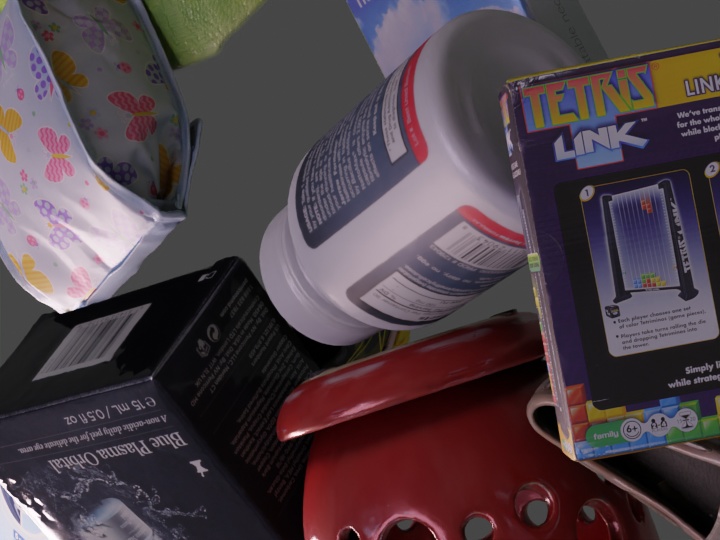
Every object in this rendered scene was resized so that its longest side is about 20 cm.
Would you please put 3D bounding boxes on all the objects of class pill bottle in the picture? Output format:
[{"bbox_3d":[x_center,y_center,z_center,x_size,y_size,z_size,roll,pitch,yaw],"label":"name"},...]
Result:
[{"bbox_3d":[0.031,-0.037,0.754,0.200,0.119,0.120,-36,81,50],"label":"pill bottle"}]

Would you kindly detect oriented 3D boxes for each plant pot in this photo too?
[{"bbox_3d":[0.059,0.129,0.822,0.200,0.200,0.184,-25,80,49],"label":"plant pot"}]

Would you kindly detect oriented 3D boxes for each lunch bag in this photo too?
[{"bbox_3d":[-0.204,-0.085,1.053,0.170,0.127,0.201,-43,66,46],"label":"lunch bag"}]

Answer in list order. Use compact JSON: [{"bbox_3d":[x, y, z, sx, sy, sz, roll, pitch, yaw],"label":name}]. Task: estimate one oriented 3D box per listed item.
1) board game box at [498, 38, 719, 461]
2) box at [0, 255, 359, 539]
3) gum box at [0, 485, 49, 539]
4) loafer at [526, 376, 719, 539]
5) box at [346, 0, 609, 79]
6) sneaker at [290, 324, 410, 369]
[{"bbox_3d":[0.172,-0.017,0.619,0.057,0.199,0.167,25,-125,-87],"label":"board game box"},{"bbox_3d":[-0.116,0.119,0.922,0.196,0.118,0.200,-16,119,38],"label":"box"},{"bbox_3d":[-0.280,0.217,1.335,0.170,0.044,0.201,32,128,34],"label":"gum box"},{"bbox_3d":[0.166,0.105,0.673,0.200,0.063,0.072,33,129,33],"label":"loafer"},{"bbox_3d":[0.072,-0.114,0.797,0.122,0.048,0.201,-29,88,49],"label":"box"},{"bbox_3d":[0.000,0.000,0.901,0.074,0.084,0.201,33,131,30],"label":"sneaker"}]
